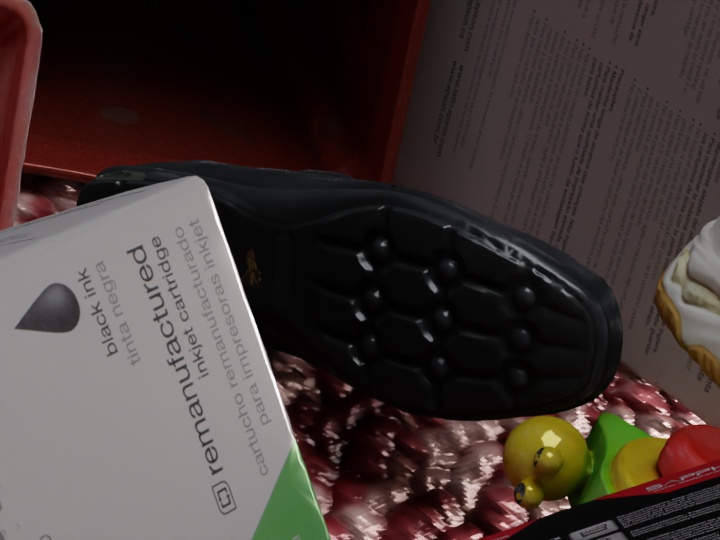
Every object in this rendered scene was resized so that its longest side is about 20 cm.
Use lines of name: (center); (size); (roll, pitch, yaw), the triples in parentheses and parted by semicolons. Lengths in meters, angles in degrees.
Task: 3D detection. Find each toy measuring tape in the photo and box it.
toy measuring tape: (0.126, 0.100, 0.815); (0.199, 0.074, 0.074); (30, 31, 8)

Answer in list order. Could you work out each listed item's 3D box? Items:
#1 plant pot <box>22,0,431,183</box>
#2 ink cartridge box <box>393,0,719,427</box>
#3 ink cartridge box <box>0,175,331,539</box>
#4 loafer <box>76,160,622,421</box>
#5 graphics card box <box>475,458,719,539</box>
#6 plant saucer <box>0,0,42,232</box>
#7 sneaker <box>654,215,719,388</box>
plant pot: (-0.076, -0.151, 1.044); (0.199, 0.201, 0.176); (10, 18, -9)
ink cartridge box: (0.100, -0.072, 0.964); (0.043, 0.197, 0.200); (-14, 40, -41)
ink cartridge box: (-0.100, 0.080, 0.647); (0.084, 0.147, 0.200); (-14, 9, 39)
loafer: (0.000, 0.000, 0.898); (0.200, 0.068, 0.070); (13, 14, 34)
graphics card box: (0.072, 0.099, 0.684); (0.125, 0.051, 0.200); (-18, 7, -3)
plant saucer: (-0.193, 0.011, 0.724); (0.199, 0.201, 0.037); (11, -9, -18)
sneaker: (0.166, 0.033, 0.820); (0.076, 0.088, 0.200); (22, 22, -49)
